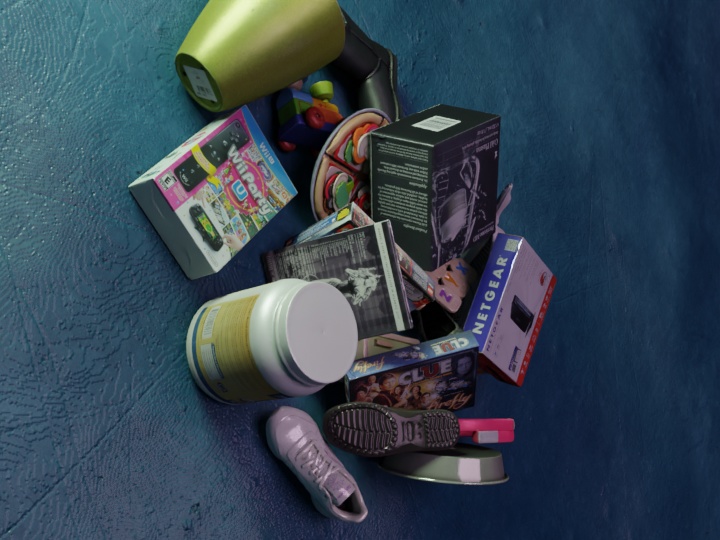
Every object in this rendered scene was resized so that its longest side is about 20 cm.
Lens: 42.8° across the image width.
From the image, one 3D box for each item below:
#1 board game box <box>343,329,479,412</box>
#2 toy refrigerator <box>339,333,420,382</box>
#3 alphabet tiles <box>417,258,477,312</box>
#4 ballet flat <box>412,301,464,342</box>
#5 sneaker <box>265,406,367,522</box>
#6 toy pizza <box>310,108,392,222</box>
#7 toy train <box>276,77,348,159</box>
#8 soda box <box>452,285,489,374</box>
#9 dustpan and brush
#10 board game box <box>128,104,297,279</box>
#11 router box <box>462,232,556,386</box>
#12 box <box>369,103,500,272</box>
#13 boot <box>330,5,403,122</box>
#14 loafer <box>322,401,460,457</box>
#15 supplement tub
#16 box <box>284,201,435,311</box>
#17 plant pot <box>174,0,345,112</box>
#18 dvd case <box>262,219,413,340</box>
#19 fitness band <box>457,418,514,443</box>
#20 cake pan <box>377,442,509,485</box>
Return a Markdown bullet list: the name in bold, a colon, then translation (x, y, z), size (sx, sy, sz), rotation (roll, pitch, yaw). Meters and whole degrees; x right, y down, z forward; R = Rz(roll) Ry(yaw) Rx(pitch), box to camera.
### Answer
- **board game box**: translation (0.074, 0.168, 1.344), size (0.196, 0.035, 0.137), rotation (-14, 133, -11)
- **toy refrigerator**: translation (0.005, 0.130, 1.384), size (0.198, 0.069, 0.077), rotation (17, 69, -42)
- **alphabet tiles**: translation (0.096, -0.022, 1.494), size (0.195, 0.015, 0.201), rotation (39, 43, -1)
- **ballet flat**: translation (0.119, 0.088, 1.452), size (0.066, 0.200, 0.057), rotation (-27, 116, -5)
- **sneaker**: translation (-0.053, 0.266, 1.263), size (0.075, 0.099, 0.201), rotation (-43, 112, -22)
- **toy pizza**: translation (-0.001, -0.145, 1.398), size (0.199, 0.031, 0.203), rotation (-35, 139, -37)
- **toy train**: translation (-0.047, -0.239, 1.419), size (0.198, 0.084, 0.118), rotation (8, 62, -45)
- **soda box**: translation (0.206, 0.080, 1.606), size (0.063, 0.068, 0.203), rotation (41, 54, -37)
- **dustpan and brush**: translation (0.217, -0.057, 1.549), size (0.057, 0.201, 0.140), rotation (22, 29, -21)
- **board game box**: translation (-0.193, -0.108, 1.238), size (0.149, 0.064, 0.200), rotation (58, 45, -19)
- **router box**: translation (0.246, 0.068, 1.518), size (0.179, 0.048, 0.203), rotation (38, 70, -52)
- **box**: translation (0.117, -0.133, 1.426), size (0.199, 0.123, 0.200), rotation (-29, 128, -45)
- **boot**: translation (-0.010, -0.307, 1.466), size (0.167, 0.076, 0.204), rotation (27, 55, -44)
- **loafer**: translation (0.040, 0.229, 1.305), size (0.196, 0.071, 0.074), rotation (7, 78, -12)
- **supplement tub**: translation (-0.114, 0.091, 1.171), size (0.143, 0.198, 0.148), rotation (13, 71, -43)
- **box**: translation (0.000, 0.000, 1.357), size (0.200, 0.136, 0.040), rotation (43, 37, -31)
- **plant pot**: translation (-0.152, -0.313, 1.264), size (0.200, 0.186, 0.188), rotation (-46, 114, -26)
- **dvd case**: translation (-0.034, 0.026, 1.280), size (0.016, 0.197, 0.152), rotation (-11, 88, -68)
- **fitness band**: translation (0.160, 0.251, 1.460), size (0.198, 0.142, 0.038), rotation (12, 78, -50)
- **cake pan**: translation (0.125, 0.284, 1.375), size (0.198, 0.198, 0.037), rotation (8, 86, -45)
